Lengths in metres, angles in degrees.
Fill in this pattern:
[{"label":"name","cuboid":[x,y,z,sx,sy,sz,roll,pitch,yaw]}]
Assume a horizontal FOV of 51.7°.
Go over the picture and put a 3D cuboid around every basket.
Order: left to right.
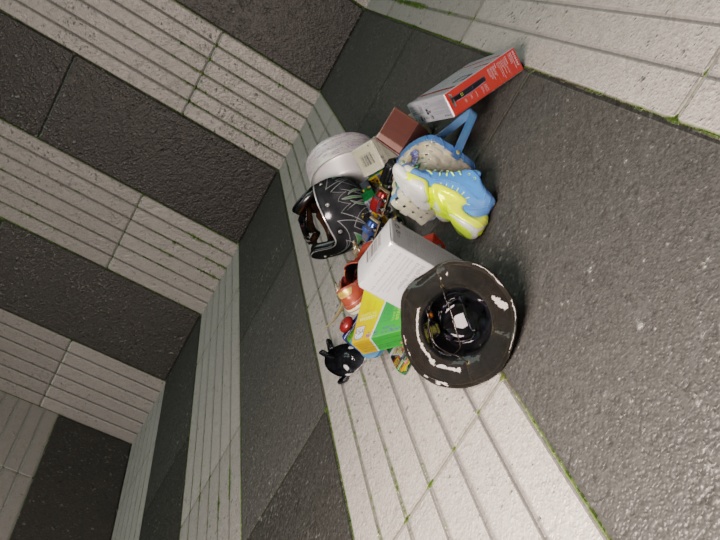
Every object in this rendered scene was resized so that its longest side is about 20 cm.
[{"label":"basket","cuboid":[0.148,-0.207,1.450,0.176,0.138,0.203,-34,25,56]}]

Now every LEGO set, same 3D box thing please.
[{"label":"LEGO set","cuboid":[0.077,-0.158,1.681,0.152,0.117,0.200,-34,21,-2]}]

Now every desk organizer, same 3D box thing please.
[{"label":"desk organizer","cuboid":[0.106,-0.273,1.588,0.078,0.071,0.199,-56,-20,8]}]

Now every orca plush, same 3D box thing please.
[{"label":"orca plush","cuboid":[-0.055,0.175,1.604,0.107,0.070,0.200,-62,18,2]}]

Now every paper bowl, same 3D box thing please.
[{"label":"paper bowl","cuboid":[-0.039,-0.255,1.942,0.201,0.197,0.107,-46,53,42]}]

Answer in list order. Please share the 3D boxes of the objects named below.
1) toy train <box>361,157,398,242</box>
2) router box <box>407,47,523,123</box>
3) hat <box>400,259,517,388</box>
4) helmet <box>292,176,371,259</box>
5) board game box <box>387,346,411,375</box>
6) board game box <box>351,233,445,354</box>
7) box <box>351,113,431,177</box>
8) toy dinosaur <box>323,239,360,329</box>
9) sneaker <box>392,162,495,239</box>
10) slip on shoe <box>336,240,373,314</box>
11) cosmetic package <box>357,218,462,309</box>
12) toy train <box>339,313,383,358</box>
[{"label":"toy train","cuboid":[0.043,-0.140,1.553,0.034,0.045,0.204,38,120,38]},{"label":"router box","cuboid":[0.208,-0.371,1.513,0.178,0.050,0.200,-35,15,-11]},{"label":"hat","cuboid":[0.157,0.078,1.122,0.196,0.080,0.207,4,97,35]},{"label":"helmet","cuboid":[-0.059,-0.135,1.832,0.189,0.198,0.203,-34,32,38]},{"label":"board game box","cuboid":[0.112,0.080,1.354,0.203,0.023,0.105,-61,16,11]},{"label":"board game box","cuboid":[0.070,0.042,1.342,0.151,0.040,0.204,-19,44,37]},{"label":"box","cuboid":[0.074,-0.297,1.724,0.199,0.069,0.081,-38,12,-37]},{"label":"toy dinosaur","cuboid":[-0.024,0.036,1.582,0.101,0.057,0.205,85,-156,-84]},{"label":"sneaker","cuboid":[0.154,-0.148,1.321,0.106,0.199,0.076,-48,-10,-12]},{"label":"slip on shoe","cuboid":[0.000,0.000,1.457,0.073,0.061,0.202,-28,25,33]},{"label":"cosmetic package","cuboid":[0.100,0.015,1.189,0.102,0.197,0.075,-51,21,30]},{"label":"toy train","cuboid":[0.049,0.074,1.427,0.202,0.084,0.116,-54,17,0]}]
